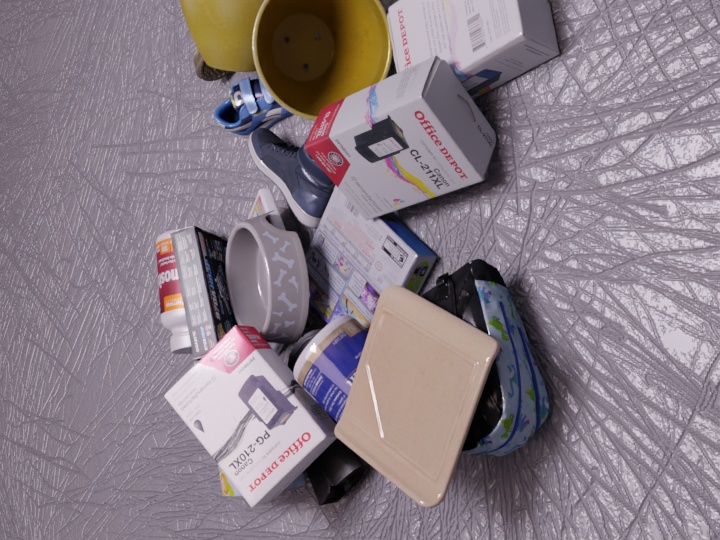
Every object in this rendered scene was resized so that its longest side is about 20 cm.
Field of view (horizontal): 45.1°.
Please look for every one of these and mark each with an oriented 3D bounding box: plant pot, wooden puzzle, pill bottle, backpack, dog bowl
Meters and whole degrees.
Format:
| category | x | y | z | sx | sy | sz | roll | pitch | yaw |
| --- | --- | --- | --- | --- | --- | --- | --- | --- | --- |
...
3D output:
| category | x | y | z | sx | sy | sz | roll | pitch | yaw |
| --- | --- | --- | --- | --- | --- | --- | --- | --- | --- |
| plant pot | -0.069 | -0.322 | 1.252 | 0.142 | 0.197 | 0.203 | -144 | 66 | -69 |
| wooden puzzle | 0.063 | 0.140 | 1.004 | 0.184 | 0.037 | 0.203 | 29 | 102 | 44 |
| pill bottle | -0.291 | 0.037 | 1.495 | 0.112 | 0.112 | 0.203 | -19 | 73 | 43 |
| plant pot | -0.196 | -0.398 | 1.376 | 0.199 | 0.198 | 0.144 | 31 | 125 | 43 |
| backpack | 0.138 | 0.120 | 1.034 | 0.163 | 0.153 | 0.202 | -39 | 41 | 31 |
| dog bowl | -0.144 | 0.014 | 1.289 | 0.199 | 0.058 | 0.203 | 20 | 113 | 58 |
| pill bottle | 0.017 | 0.164 | 1.130 | 0.200 | 0.115 | 0.116 | 42 | 117 | 17 |

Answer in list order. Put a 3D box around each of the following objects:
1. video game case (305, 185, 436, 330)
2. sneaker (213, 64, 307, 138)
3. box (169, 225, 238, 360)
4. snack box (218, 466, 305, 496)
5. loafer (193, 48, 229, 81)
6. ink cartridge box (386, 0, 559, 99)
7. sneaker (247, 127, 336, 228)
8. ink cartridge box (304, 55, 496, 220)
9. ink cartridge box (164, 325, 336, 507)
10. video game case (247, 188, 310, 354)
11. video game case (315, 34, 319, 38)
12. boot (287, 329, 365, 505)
| category | x | y | z | sx | sy | sz | roll | pitch | yaw |
| --- | --- | --- | --- | --- | --- | --- | --- | --- | --- |
| video game case | 0.000 | 0.000 | 1.240 | 0.200 | 0.045 | 0.183 | 46 | 120 | 38 |
| sneaker | -0.161 | -0.280 | 1.410 | 0.199 | 0.082 | 0.075 | -32 | 63 | 37 |
| box | -0.226 | 0.043 | 1.363 | 0.045 | 0.159 | 0.203 | -17 | 78 | 13 |
| snack box | -0.166 | 0.257 | 1.334 | 0.199 | 0.067 | 0.171 | -28 | 72 | 59 |
| loafer | -0.232 | -0.425 | 1.508 | 0.067 | 0.076 | 0.201 | 45 | 108 | 39 |
| ink cartridge box | 0.137 | -0.306 | 1.097 | 0.199 | 0.087 | 0.148 | -22 | 70 | 42 |
| sneaker | -0.089 | -0.186 | 1.318 | 0.203 | 0.076 | 0.147 | 50 | 133 | 25 |
| ink cartridge box | 0.051 | -0.164 | 1.110 | 0.198 | 0.146 | 0.083 | -16 | 38 | 40 |
| ink cartridge box | -0.147 | 0.199 | 1.197 | 0.145 | 0.084 | 0.200 | -43 | 78 | 5 |
| video game case | -0.144 | 0.006 | 1.371 | 0.183 | 0.023 | 0.202 | -58 | 47 | 50 |
| video game case | -0.029 | -0.477 | 1.332 | 0.199 | 0.022 | 0.185 | -22 | 71 | 43 |
| boot | -0.050 | 0.212 | 1.255 | 0.201 | 0.065 | 0.166 | 63 | 140 | 36 |
